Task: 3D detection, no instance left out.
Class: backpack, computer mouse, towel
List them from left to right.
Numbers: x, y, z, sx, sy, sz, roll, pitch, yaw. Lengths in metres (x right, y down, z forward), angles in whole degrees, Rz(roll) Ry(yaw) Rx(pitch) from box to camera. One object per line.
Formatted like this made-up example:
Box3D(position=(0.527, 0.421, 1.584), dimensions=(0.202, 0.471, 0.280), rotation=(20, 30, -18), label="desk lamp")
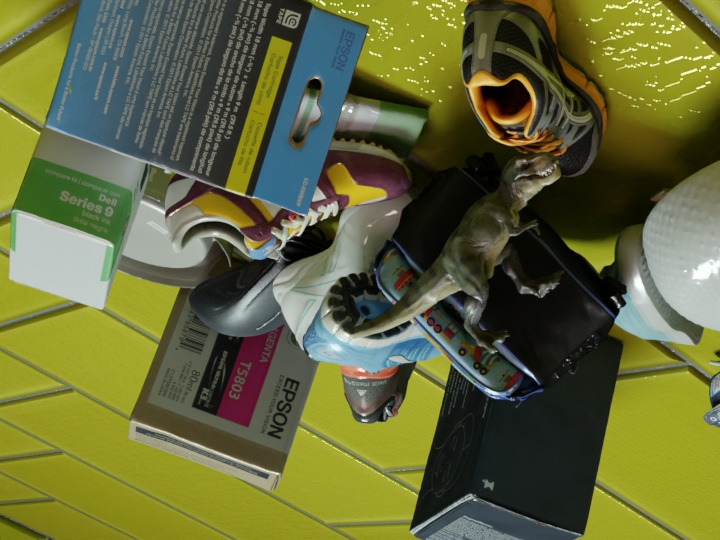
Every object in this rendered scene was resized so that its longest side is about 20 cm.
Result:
Box3D(position=(-0.087, 0.022, 1.395), dimensions=(0.138, 0.053, 0.199), rotation=(11, 152, -44), label="computer mouse")
Box3D(position=(-0.058, -0.104, 1.184), dimensions=(0.198, 0.031, 0.149), rotation=(8, 158, -9), label="towel")
Box3D(position=(0.109, 0.014, 1.173), dimensions=(0.183, 0.135, 0.200), rotation=(44, -178, 7), label="backpack")

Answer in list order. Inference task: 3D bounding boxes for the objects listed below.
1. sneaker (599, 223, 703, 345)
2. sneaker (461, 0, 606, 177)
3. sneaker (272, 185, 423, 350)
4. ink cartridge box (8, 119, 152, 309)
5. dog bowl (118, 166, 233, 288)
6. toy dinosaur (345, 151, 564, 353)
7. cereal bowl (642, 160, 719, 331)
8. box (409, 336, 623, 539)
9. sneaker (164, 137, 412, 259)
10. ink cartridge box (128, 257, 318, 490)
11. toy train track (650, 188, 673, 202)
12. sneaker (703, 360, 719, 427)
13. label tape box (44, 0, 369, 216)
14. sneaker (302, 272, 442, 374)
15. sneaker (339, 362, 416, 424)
Box3D(position=(0.221, 0.017, 1.181), dimensions=(0.081, 0.075, 0.200), rotation=(2, 159, 26), label="sneaker")
Box3D(position=(0.115, -0.117, 1.027), dimensions=(0.078, 0.078, 0.200), rotation=(1, 152, 30), label="sneaker")
Box3D(position=(0.000, 0.000, 1.278), dimensions=(0.070, 0.081, 0.200), rotation=(4, 144, -39), label="sneaker")
Box3D(position=(-0.207, -0.093, 1.160), dimensions=(0.083, 0.202, 0.146), rotation=(18, 156, -6), label="ink cartridge box")
Box3D(position=(-0.209, -0.057, 1.408), dimensions=(0.198, 0.059, 0.201), rotation=(15, 156, 7), label="dog bowl")
Box3D(position=(0.088, 0.003, 1.052), dimensions=(0.088, 0.200, 0.047), rotation=(43, -164, -4), label="toy dinosaur")
Box3D(position=(0.303, -0.008, 1.031), dimensions=(0.198, 0.084, 0.201), rotation=(-5, 151, -3), label="cereal bowl")
Box3D(position=(0.151, 0.169, 1.450), dimensions=(0.123, 0.202, 0.197), rotation=(19, 156, -7), label="box")
Box3D(position=(-0.057, -0.050, 1.168), dimensions=(0.197, 0.091, 0.075), rotation=(-1, 157, 7), label="sneaker")
Box3D(position=(-0.130, 0.101, 1.508), dimensions=(0.163, 0.202, 0.075), rotation=(19, 157, -2), label="ink cartridge box")
Box3D(position=(0.265, -0.044, 1.134), dimensions=(0.113, 0.033, 0.200), rotation=(16, 162, -10), label="toy train track")
Box3D(position=(0.341, 0.089, 1.305), dimensions=(0.108, 0.071, 0.200), rotation=(-5, 150, 38), label="sneaker")
Box3D(position=(-0.107, -0.141, 1.046), dimensions=(0.198, 0.146, 0.063), rotation=(19, -168, -1), label="label tape box")
Box3D(position=(0.032, 0.045, 1.257), dimensions=(0.198, 0.079, 0.090), rotation=(3, 149, -38), label="sneaker")
Box3D(position=(0.016, 0.109, 1.477), dimensions=(0.076, 0.083, 0.200), rotation=(2, -173, 15), label="sneaker")
